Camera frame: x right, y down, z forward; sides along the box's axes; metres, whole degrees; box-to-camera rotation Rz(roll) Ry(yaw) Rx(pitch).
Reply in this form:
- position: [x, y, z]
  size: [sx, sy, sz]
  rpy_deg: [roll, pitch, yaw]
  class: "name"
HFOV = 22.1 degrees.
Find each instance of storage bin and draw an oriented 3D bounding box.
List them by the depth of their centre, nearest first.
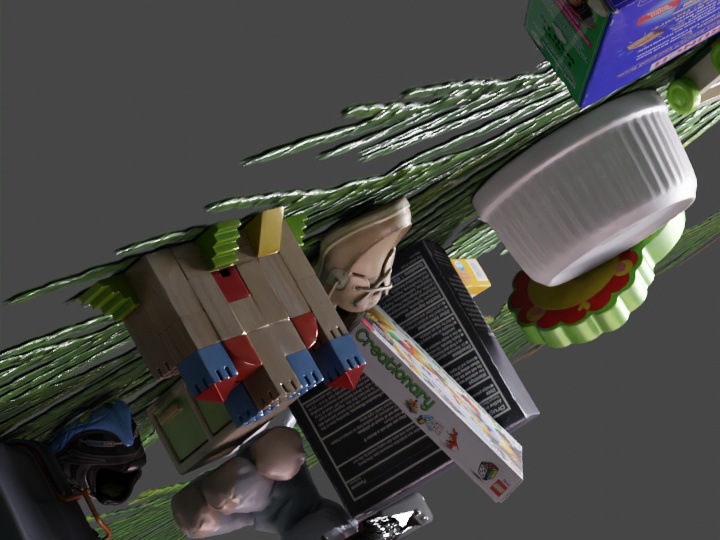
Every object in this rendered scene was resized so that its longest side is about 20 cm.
- position: [-0.286, 0.225, 1.502]
  size: [0.145, 0.200, 0.134]
  rpy_deg: [-30, 161, 0]
  class: "storage bin"

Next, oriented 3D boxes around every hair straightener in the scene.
- position: [0.021, 0.237, 1.734]
  size: [0.077, 0.041, 0.200]
  rpy_deg: [-33, 166, 23]
  class: "hair straightener"

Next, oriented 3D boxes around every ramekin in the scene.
- position: [0.213, -0.069, 1.694]
  size: [0.200, 0.105, 0.200]
  rpy_deg: [-29, 170, -6]
  class: "ramekin"

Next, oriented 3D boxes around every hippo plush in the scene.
- position: [-0.084, 0.249, 1.821]
  size: [0.159, 0.161, 0.200]
  rpy_deg: [-36, 180, 2]
  class: "hippo plush"

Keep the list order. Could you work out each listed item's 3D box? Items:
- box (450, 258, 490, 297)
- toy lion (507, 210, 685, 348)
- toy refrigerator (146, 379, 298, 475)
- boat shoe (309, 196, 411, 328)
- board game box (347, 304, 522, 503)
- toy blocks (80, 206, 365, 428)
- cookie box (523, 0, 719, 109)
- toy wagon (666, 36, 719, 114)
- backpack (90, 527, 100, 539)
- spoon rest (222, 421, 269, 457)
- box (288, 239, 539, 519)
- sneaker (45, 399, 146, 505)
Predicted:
- position: [0.035, 0.052, 1.985]
  size: [0.200, 0.042, 0.119]
  rpy_deg: [-31, 171, 17]
  class: "box"
- position: [0.232, -0.014, 1.810]
  size: [0.200, 0.069, 0.192]
  rpy_deg: [-32, -146, 6]
  class: "toy lion"
- position: [-0.123, 0.117, 1.740]
  size: [0.070, 0.076, 0.200]
  rpy_deg: [-22, 168, -40]
  class: "toy refrigerator"
- position: [0.000, 0.000, 1.536]
  size: [0.072, 0.065, 0.200]
  rpy_deg: [-24, 169, -30]
  class: "boat shoe"
- position: [0.065, 0.115, 1.651]
  size: [0.035, 0.200, 0.126]
  rpy_deg: [-45, -177, 8]
  class: "board game box"
- position: [-0.084, 0.045, 1.309]
  size: [0.100, 0.137, 0.200]
  rpy_deg: [-37, 167, 37]
  class: "toy blocks"
- position: [0.193, -0.191, 1.108]
  size: [0.171, 0.075, 0.200]
  rpy_deg: [-30, 169, -5]
  class: "cookie box"
- position: [0.366, -0.206, 1.644]
  size: [0.155, 0.040, 0.200]
  rpy_deg: [-24, 168, -35]
  class: "toy wagon"
- position: [-0.333, 0.287, 1.676]
  size: [0.200, 0.154, 0.191]
  rpy_deg: [-14, -161, -12]
  class: "backpack"
- position: [-0.120, 0.148, 1.945]
  size: [0.099, 0.061, 0.200]
  rpy_deg: [-23, 169, -36]
  class: "spoon rest"
- position: [0.037, 0.108, 1.797]
  size: [0.200, 0.199, 0.123]
  rpy_deg: [-31, 170, 9]
  class: "box"
- position: [-0.250, 0.185, 1.687]
  size: [0.071, 0.083, 0.200]
  rpy_deg: [-23, 170, -34]
  class: "sneaker"
